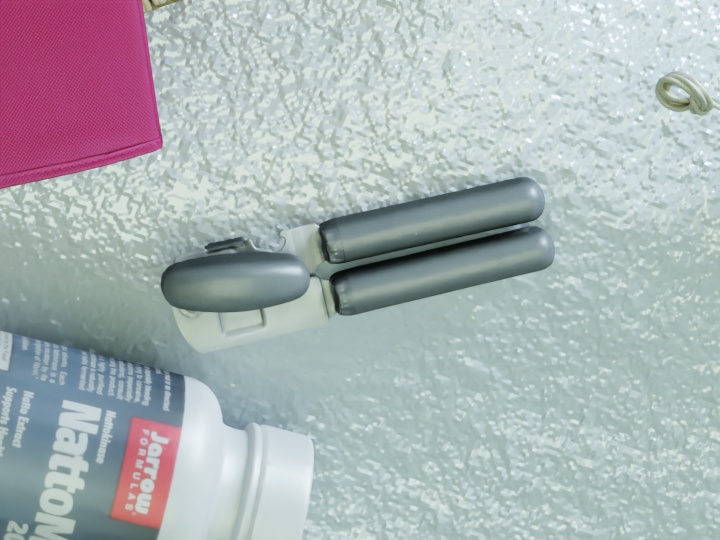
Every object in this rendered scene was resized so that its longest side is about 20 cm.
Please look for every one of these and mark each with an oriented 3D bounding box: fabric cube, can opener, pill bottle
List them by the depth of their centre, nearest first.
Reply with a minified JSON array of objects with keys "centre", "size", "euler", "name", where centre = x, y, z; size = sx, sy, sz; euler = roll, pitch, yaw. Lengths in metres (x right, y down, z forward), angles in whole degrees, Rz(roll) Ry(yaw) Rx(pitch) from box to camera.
[{"centre":[-0.222,-0.142,1.299],"size":[0.196,0.200,0.200],"euler":[-14,106,-26],"name":"fabric cube"},{"centre":[-0.130,0.102,1.437],"size":[0.200,0.120,0.120],"euler":[13,102,-10],"name":"pill bottle"},{"centre":[0.000,0.000,1.458],"size":[0.200,0.066,0.053],"euler":[-13,104,-8],"name":"can opener"}]

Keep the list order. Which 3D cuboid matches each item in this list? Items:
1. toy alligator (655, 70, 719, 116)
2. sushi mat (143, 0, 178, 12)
[{"centre":[0.236,-0.054,1.477],"size":[0.200,0.059,0.054],"euler":[37,55,-12],"name":"toy alligator"},{"centre":[-0.118,-0.225,1.412],"size":[0.096,0.012,0.200],"euler":[-27,105,0],"name":"sushi mat"}]
